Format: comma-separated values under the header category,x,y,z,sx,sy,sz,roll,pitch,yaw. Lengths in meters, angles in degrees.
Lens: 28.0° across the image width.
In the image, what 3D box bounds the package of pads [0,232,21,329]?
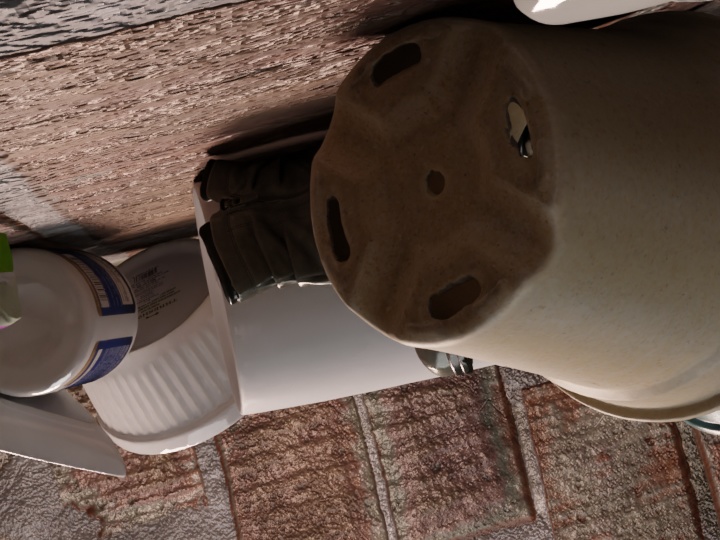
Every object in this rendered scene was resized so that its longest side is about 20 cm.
category,x,y,z,sx,sy,sz,roll,pitch,yaw
package of pads,-0.315,0.027,0.849,0.153,0.069,0.200,-16,177,17

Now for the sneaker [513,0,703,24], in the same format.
category,x,y,z,sx,sy,sz,roll,pitch,yaw
sneaker,0.120,-0.096,0.383,0.199,0.073,0.072,-14,-179,44

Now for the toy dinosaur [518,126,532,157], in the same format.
category,x,y,z,sx,sy,sz,roll,pitch,yaw
toy dinosaur,0.136,-0.084,0.823,0.102,0.078,0.200,-14,178,-25

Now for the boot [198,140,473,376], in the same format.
category,x,y,z,sx,sy,sz,roll,pitch,yaw
boot,-0.017,-0.002,0.803,0.130,0.201,0.068,-17,134,-2

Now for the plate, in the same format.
category,x,y,z,sx,sy,sz,roll,pitch,yaw
plate,-0.297,0.088,1.156,0.199,0.032,0.200,34,-178,32

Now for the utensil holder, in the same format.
category,x,y,z,sx,sy,sz,roll,pitch,yaw
utensil holder,0.000,0.000,0.967,0.198,0.172,0.170,-12,178,-10

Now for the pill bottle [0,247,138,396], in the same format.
category,x,y,z,sx,sy,sz,roll,pitch,yaw
pill bottle,-0.241,0.039,1.156,0.110,0.112,0.200,-14,178,5

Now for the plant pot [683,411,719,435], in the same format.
category,x,y,z,sx,sy,sz,roll,pitch,yaw
plant pot,0.229,-0.021,1.001,0.196,0.201,0.200,37,149,-27

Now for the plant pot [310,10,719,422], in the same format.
category,x,y,z,sx,sy,sz,roll,pitch,yaw
plant pot,0.085,-0.031,0.644,0.199,0.202,0.183,-15,167,40

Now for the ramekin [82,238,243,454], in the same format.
category,x,y,z,sx,sy,sz,roll,pitch,yaw
ramekin,-0.175,0.062,1.337,0.199,0.105,0.201,-20,-145,15
